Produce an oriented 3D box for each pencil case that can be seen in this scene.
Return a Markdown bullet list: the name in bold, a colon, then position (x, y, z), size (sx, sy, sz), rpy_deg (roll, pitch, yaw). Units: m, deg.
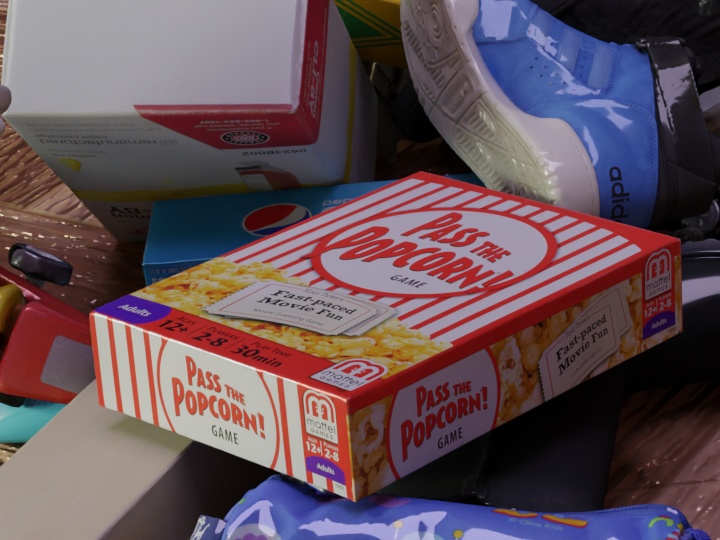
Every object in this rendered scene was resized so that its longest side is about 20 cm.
- **pencil case**: position (0.038, 0.123, 0.977), size (0.199, 0.087, 0.078), rpy_deg (4, -4, 17)

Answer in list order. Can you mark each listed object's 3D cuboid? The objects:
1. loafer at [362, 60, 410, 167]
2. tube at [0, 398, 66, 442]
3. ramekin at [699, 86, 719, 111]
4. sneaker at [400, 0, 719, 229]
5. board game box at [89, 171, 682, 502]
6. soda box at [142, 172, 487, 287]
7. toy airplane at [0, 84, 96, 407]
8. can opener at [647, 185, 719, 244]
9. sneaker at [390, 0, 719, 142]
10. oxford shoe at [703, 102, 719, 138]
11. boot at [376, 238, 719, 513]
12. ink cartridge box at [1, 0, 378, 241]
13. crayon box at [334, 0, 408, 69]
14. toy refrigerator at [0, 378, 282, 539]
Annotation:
- **loafer**: position (0.014, -0.154, 1.406), size (0.063, 0.201, 0.072), rpy_deg (-6, -14, 14)
- **tube**: position (-0.078, 0.052, 1.182), size (0.199, 0.051, 0.077), rpy_deg (-3, 26, 21)
- **ramekin**: position (0.135, -0.135, 1.403), size (0.200, 0.098, 0.201), rpy_deg (-7, 20, 3)
- **sneaker**: position (0.099, -0.089, 1.219), size (0.111, 0.077, 0.200), rpy_deg (-10, 42, -21)
- **board game box**: position (0.013, 0.021, 1.068), size (0.151, 0.046, 0.200), rpy_deg (16, 29, 41)
- **soda box**: position (0.000, 0.000, 1.237), size (0.199, 0.064, 0.068), rpy_deg (-4, 28, 3)
- **toy airplane**: position (-0.221, 0.003, 1.111), size (0.199, 0.201, 0.141), rpy_deg (-24, 9, -5)
- **can opener**: position (0.133, -0.018, 1.264), size (0.200, 0.079, 0.064), rpy_deg (16, 74, 42)
- **sneaker**: position (0.113, -0.094, 1.282), size (0.200, 0.104, 0.060), rpy_deg (-37, -10, 25)
- **oxford shoe**: position (0.236, -0.064, 1.311), size (0.199, 0.075, 0.058), rpy_deg (-16, 68, -7)
- **boot**: position (0.104, 0.061, 1.097), size (0.164, 0.066, 0.200), rpy_deg (-5, 24, 20)
- **ink cartridge box**: position (-0.077, -0.081, 1.271), size (0.145, 0.084, 0.200), rpy_deg (-1, -16, 11)
- **crayon box**: position (-0.033, -0.211, 1.343), size (0.172, 0.058, 0.201), rpy_deg (12, 57, -10)
- **toy refrigerator**: position (-0.106, 0.109, 1.055), size (0.076, 0.070, 0.200), rpy_deg (4, 28, 27)
